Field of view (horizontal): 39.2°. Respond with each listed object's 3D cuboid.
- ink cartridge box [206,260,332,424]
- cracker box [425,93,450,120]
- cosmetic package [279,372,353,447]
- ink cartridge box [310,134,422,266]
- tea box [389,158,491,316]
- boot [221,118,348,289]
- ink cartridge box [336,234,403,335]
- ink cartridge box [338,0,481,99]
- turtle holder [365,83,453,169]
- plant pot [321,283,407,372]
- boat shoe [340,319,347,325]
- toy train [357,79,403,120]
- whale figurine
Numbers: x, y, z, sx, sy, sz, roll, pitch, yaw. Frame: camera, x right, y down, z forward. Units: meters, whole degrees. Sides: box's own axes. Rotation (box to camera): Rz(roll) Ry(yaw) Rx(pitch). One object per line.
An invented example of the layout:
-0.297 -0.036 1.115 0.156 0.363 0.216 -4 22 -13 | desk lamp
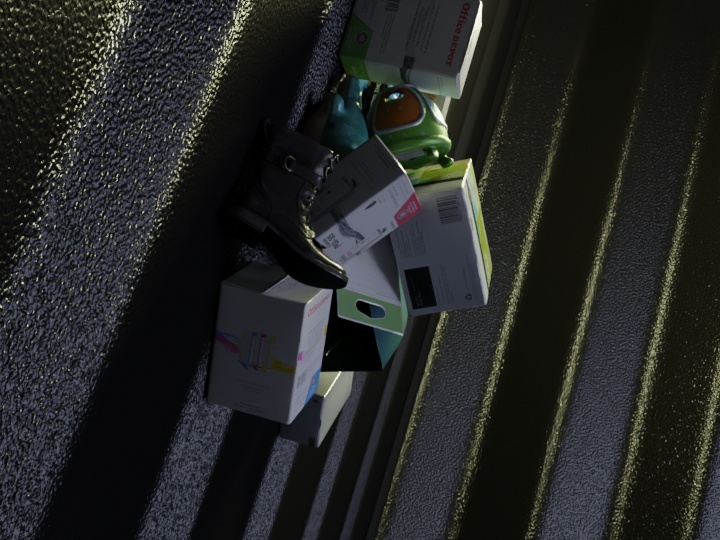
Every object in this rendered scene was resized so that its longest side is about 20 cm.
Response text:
-0.121 0.083 1.390 0.129 0.124 0.201 -43 144 -69 | ink cartridge box
0.101 -0.331 1.914 0.058 0.133 0.201 27 77 -77 | cracker box
-0.076 0.223 1.866 0.200 0.081 0.114 -49 151 -62 | cosmetic package
-0.021 -0.085 1.484 0.199 0.083 0.147 -36 158 0 | ink cartridge box
0.132 -0.058 1.664 0.197 0.133 0.201 -66 145 -68 | tea box
-0.071 -0.089 1.317 0.069 0.199 0.175 -34 -155 58 | boot
0.000 0.000 1.604 0.145 0.048 0.201 18 61 -39 | ink cartridge box
0.083 -0.373 1.626 0.084 0.199 0.146 63 43 -72 | ink cartridge box
0.082 -0.223 1.632 0.185 0.140 0.133 -3 78 -52 | turtle holder
0.000 0.069 1.751 0.200 0.140 0.142 -41 123 -59 | plant pot
-0.053 0.084 1.842 0.072 0.065 0.201 83 24 -59 | boat shoe
0.030 -0.256 1.756 0.114 0.086 0.201 38 65 -64 | toy train
-0.023 -0.208 1.558 0.160 0.103 0.201 88 18 -50 | whale figurine
